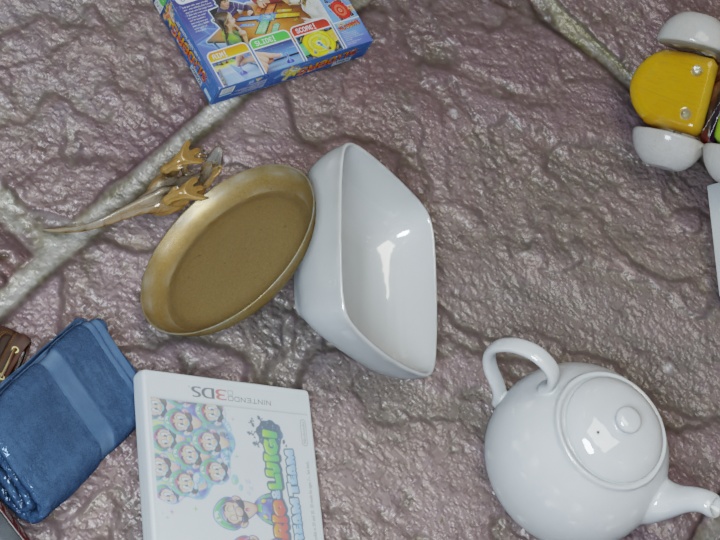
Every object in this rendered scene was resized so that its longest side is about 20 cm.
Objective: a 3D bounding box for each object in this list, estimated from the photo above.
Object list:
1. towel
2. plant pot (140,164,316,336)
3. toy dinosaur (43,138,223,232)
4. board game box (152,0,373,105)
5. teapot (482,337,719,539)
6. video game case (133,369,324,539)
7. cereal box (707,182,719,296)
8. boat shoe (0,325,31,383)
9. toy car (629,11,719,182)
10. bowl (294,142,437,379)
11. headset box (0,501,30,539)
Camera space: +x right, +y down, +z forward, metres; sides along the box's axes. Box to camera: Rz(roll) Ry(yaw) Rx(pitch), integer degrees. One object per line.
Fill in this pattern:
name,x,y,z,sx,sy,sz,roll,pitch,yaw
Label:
towel,-0.262,0.128,1.456,0.112,0.048,0.200,58,31,-11
plant pot,-0.119,-0.015,1.564,0.028,0.199,0.201,48,49,-37
toy dinosaur,-0.192,-0.070,1.608,0.199,0.106,0.061,-26,84,-38
board game box,-0.102,-0.264,1.771,0.199,0.034,0.136,-21,74,-31
teapot,0.222,0.165,1.630,0.199,0.146,0.199,0,65,-23
video game case,-0.116,0.195,1.516,0.181,0.024,0.201,10,61,-34
cereal box,0.486,-0.048,1.838,0.040,0.199,0.145,41,41,-52
boat shoe,-0.333,0.135,1.446,0.070,0.070,0.201,16,61,-13
toy car,0.408,-0.185,1.885,0.199,0.150,0.176,16,91,24
bowl,0.000,0.000,1.620,0.200,0.074,0.201,37,46,-52
headset box,-0.366,0.209,1.341,0.148,0.075,0.200,-38,102,-11
